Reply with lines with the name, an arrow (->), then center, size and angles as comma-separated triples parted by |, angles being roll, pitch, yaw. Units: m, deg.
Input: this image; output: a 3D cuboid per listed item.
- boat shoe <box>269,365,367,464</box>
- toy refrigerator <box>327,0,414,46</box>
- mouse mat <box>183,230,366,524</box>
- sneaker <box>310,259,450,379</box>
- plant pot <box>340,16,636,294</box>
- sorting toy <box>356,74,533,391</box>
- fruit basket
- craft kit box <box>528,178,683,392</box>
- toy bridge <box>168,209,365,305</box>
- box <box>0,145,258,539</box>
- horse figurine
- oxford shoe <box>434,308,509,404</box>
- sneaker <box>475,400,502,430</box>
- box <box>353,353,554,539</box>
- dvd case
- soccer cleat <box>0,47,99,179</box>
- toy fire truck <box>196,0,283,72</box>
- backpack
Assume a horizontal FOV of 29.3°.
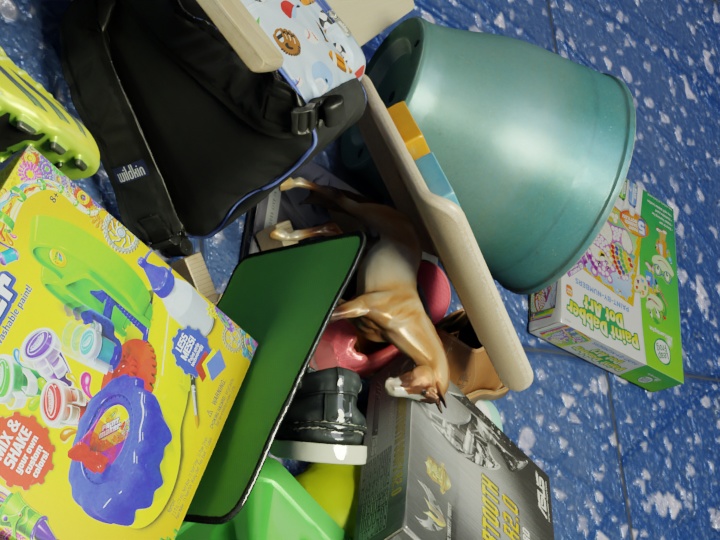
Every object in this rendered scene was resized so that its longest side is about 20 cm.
boat shoe -> -0.048, 0.082, 0.890 | 0.074, 0.199, 0.067 | 6, 88, -18
toy refrigerator -> -0.042, -0.204, 1.115 | 0.200, 0.069, 0.077 | -44, 113, -46
mouse mat -> -0.077, 0.066, 0.863 | 0.008, 0.160, 0.201 | 38, 65, -26
sneaker -> 0.024, 0.043, 1.042 | 0.199, 0.086, 0.074 | -31, 98, -48
plant pot -> 0.092, -0.108, 1.135 | 0.186, 0.200, 0.202 | 23, 57, -22
sorting toy -> 0.059, -0.033, 0.987 | 0.186, 0.036, 0.201 | 63, -2, -38
fruit basket -> -0.043, 0.208, 0.900 | 0.216, 0.155, 0.216 | 51, 12, -15
craft kit box -> 0.241, -0.004, 1.351 | 0.199, 0.048, 0.200 | 24, 60, -38
toy bridge -> -0.054, -0.002, 1.023 | 0.199, 0.027, 0.068 | -22, 90, -47
box -> -0.193, 0.078, 0.795 | 0.192, 0.121, 0.201 | 42, 47, -25
horse figurine -> 0.000, 0.000, 0.967 | 0.131, 0.050, 0.201 | 13, 40, -14
oxford shoe -> 0.093, 0.061, 1.103 | 0.071, 0.072, 0.200 | 24, 14, 13
sneaker -> 0.049, 0.179, 1.051 | 0.139, 0.077, 0.202 | 20, 51, -39
box -> 0.068, 0.167, 0.937 | 0.158, 0.048, 0.201 | 46, 24, -19
dvd case -> -0.013, 0.001, 1.097 | 0.199, 0.016, 0.150 | 30, 55, -35
soccer cleat -> -0.242, -0.126, 0.871 | 0.199, 0.064, 0.085 | 33, 50, -33
toy fire truck -> -0.073, -0.231, 0.843 | 0.175, 0.128, 0.203 | -12, 112, -53
backpack -> -0.104, -0.144, 0.942 | 0.191, 0.199, 0.154 | 50, 37, -8
